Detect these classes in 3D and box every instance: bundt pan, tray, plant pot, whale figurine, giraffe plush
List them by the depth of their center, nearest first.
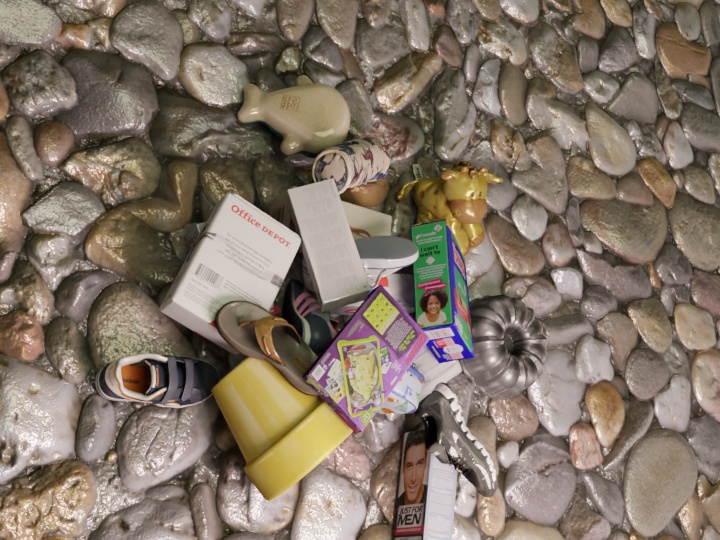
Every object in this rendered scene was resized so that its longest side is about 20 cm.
[{"bbox_3d":[-0.126,0.219,1.527,0.200,0.201,0.190,-38,87,-34],"label":"plant pot"},{"bbox_3d":[-0.117,-0.268,1.744,0.196,0.104,0.162,10,68,-3],"label":"whale figurine"},{"bbox_3d":[0.102,0.178,1.779,0.199,0.022,0.109,-30,93,-35],"label":"tray"},{"bbox_3d":[0.183,-0.133,1.835,0.171,0.162,0.202,-31,93,-34],"label":"giraffe plush"},{"bbox_3d":[0.278,0.139,1.862,0.199,0.075,0.206,11,70,-32],"label":"bundt pan"}]

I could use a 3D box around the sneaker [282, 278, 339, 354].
[{"bbox_3d":[-0.080,0.080,1.608,0.081,0.201,0.071,9,115,-17],"label":"sneaker"}]

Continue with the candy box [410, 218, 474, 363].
[{"bbox_3d":[0.146,0.039,1.745,0.169,0.076,0.203,53,30,-60],"label":"candy box"}]

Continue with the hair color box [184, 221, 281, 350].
[{"bbox_3d":[-0.207,0.017,1.610,0.098,0.060,0.203,-15,84,-33],"label":"hair color box"}]

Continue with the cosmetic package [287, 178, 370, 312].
[{"bbox_3d":[-0.053,-0.041,1.576,0.081,0.051,0.203,-14,70,-10],"label":"cosmetic package"}]

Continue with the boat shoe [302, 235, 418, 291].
[{"bbox_3d":[0.001,0.003,1.647,0.198,0.087,0.075,-11,41,-15],"label":"boat shoe"}]

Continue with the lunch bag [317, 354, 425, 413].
[{"bbox_3d":[0.001,0.170,1.602,0.160,0.198,0.077,37,60,-35],"label":"lunch bag"}]

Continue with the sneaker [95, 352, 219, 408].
[{"bbox_3d":[-0.297,0.168,1.500,0.197,0.079,0.080,1,74,-33],"label":"sneaker"}]

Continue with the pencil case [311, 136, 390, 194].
[{"bbox_3d":[-0.015,-0.181,1.724,0.200,0.077,0.091,-29,132,-63],"label":"pencil case"}]

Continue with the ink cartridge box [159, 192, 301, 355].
[{"bbox_3d":[-0.200,0.005,1.532,0.143,0.084,0.202,32,66,-16],"label":"ink cartridge box"}]

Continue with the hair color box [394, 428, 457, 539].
[{"bbox_3d":[0.113,0.376,1.670,0.060,0.099,0.204,17,67,-25],"label":"hair color box"}]

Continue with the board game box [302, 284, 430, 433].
[{"bbox_3d":[0.012,0.131,1.485,0.120,0.032,0.200,45,56,-6],"label":"board game box"}]

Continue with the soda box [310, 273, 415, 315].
[{"bbox_3d":[0.012,0.042,1.735,0.197,0.068,0.065,3,74,-31],"label":"soda box"}]

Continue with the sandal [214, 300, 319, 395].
[{"bbox_3d":[-0.124,0.109,1.453,0.199,0.055,0.082,39,56,4],"label":"sandal"}]

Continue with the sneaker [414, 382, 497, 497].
[{"bbox_3d":[0.150,0.292,1.613,0.090,0.066,0.202,-27,86,-31],"label":"sneaker"}]

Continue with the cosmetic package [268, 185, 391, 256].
[{"bbox_3d":[-0.055,-0.069,1.706,0.197,0.103,0.089,14,70,-26],"label":"cosmetic package"}]
